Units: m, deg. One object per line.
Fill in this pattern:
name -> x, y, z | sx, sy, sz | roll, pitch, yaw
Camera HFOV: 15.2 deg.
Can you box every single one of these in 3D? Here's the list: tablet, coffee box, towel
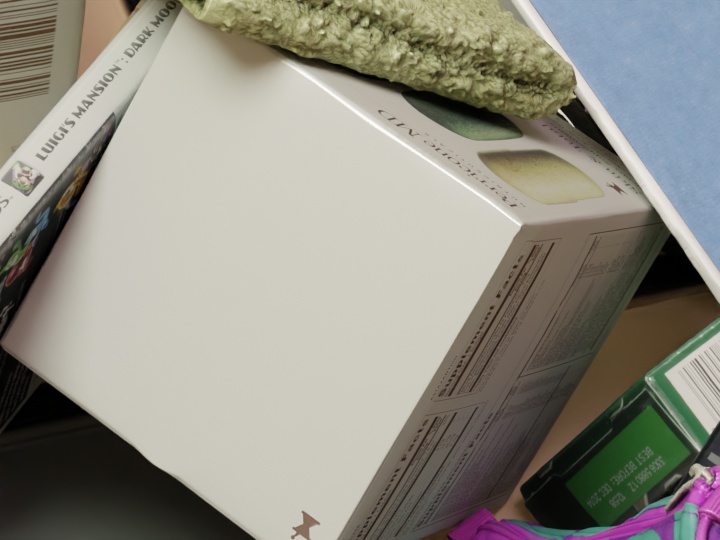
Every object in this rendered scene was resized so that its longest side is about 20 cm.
tablet -> 0.135, -0.085, 1.066 | 0.130, 0.014, 0.200 | -28, 79, -32
coffee box -> 0.165, 0.034, 1.100 | 0.200, 0.123, 0.044 | -34, 81, -34
towel -> -0.022, -0.113, 0.987 | 0.199, 0.037, 0.148 | 15, 20, -41

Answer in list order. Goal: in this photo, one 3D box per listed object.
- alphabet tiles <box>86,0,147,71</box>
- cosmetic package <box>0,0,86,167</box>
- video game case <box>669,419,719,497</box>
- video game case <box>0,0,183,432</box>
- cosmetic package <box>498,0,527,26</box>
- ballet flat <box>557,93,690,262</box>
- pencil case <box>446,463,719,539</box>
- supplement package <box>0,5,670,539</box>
alphabet tiles -> -0.140, -0.021, 1.053 | 0.008, 0.167, 0.200 | 36, 64, -4
cosmetic package -> -0.222, -0.159, 1.151 | 0.166, 0.168, 0.200 | -11, 53, -19
video game case -> 0.178, 0.113, 0.981 | 0.143, 0.200, 0.019 | 34, 60, 9
video game case -> -0.125, 0.002, 1.018 | 0.023, 0.200, 0.182 | 32, 52, 5
cosmetic package -> 0.083, -0.177, 1.205 | 0.071, 0.200, 0.102 | 23, 50, 8
ballet flat -> 0.108, -0.046, 1.212 | 0.199, 0.057, 0.067 | 24, 93, 9
pencil case -> 0.104, 0.118, 0.968 | 0.085, 0.200, 0.093 | -32, 93, -30
supplement package -> 0.000, 0.000, 1.021 | 0.152, 0.151, 0.200 | 35, 16, 17
